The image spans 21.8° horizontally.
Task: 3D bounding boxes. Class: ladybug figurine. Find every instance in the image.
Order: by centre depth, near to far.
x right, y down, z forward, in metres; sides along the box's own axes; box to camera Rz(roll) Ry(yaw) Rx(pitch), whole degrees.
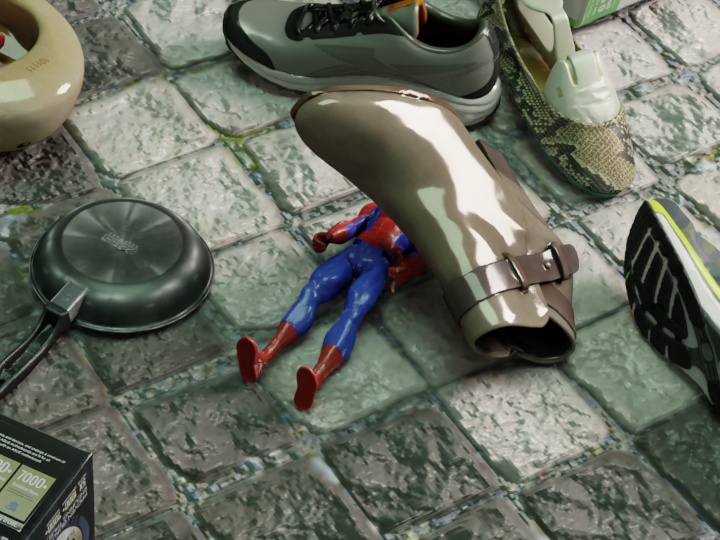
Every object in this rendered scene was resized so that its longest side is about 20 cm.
[{"bbox_3d":[-0.269,-0.139,1.234,0.199,0.072,0.136,32,50,23],"label":"ladybug figurine"}]

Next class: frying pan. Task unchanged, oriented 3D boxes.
[{"bbox_3d":[-0.176,0.006,1.133,0.189,0.031,0.115,-23,50,-30],"label":"frying pan"}]

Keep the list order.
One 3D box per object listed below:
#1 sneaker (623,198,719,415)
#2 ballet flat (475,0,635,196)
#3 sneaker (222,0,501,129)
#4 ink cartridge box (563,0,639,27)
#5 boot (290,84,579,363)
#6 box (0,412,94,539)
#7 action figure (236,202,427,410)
[{"bbox_3d":[0.230,0.033,1.129,0.081,0.074,0.200,-14,55,-29],"label":"sneaker"},{"bbox_3d":[0.133,-0.139,1.278,0.067,0.076,0.201,-9,47,-20],"label":"ballet flat"},{"bbox_3d":[0.003,-0.162,1.285,0.199,0.080,0.074,12,46,7],"label":"sneaker"},{"bbox_3d":[0.181,-0.274,1.397,0.145,0.088,0.199,38,46,27],"label":"ink cartridge box"},{"bbox_3d":[0.053,-0.022,1.103,0.199,0.070,0.147,13,49,-40],"label":"boot"},{"bbox_3d":[-0.260,0.135,0.948,0.199,0.086,0.164,21,47,14],"label":"box"},{"bbox_3d":[0.000,0.000,1.145,0.065,0.052,0.200,21,44,19],"label":"action figure"}]
